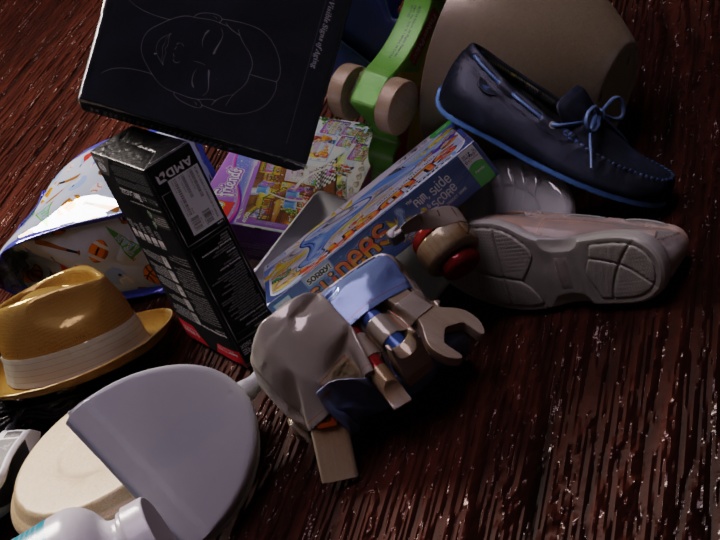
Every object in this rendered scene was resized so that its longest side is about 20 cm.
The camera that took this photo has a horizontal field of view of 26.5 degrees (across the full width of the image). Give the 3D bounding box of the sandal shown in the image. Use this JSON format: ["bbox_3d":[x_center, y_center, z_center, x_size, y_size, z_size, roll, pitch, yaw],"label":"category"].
[{"bbox_3d":[0.098,-0.043,1.255,0.203,0.083,0.050,-8,-11,42],"label":"sandal"}]

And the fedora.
[{"bbox_3d":[-0.272,0.049,1.400,0.200,0.082,0.201,-18,15,5],"label":"fedora"}]

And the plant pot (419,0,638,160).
[{"bbox_3d":[0.157,-0.171,1.302,0.134,0.200,0.200,22,52,23],"label":"plant pot"}]

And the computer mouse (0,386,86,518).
[{"bbox_3d":[-0.310,0.169,1.321,0.110,0.044,0.200,-14,25,21],"label":"computer mouse"}]

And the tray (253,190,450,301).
[{"bbox_3d":[0.000,0.000,1.271,0.200,0.022,0.107,22,67,46],"label":"tray"}]

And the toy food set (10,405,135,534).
[{"bbox_3d":[-0.190,0.148,1.223,0.200,0.049,0.198,-38,27,-14],"label":"toy food set"}]

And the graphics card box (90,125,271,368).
[{"bbox_3d":[-0.147,-0.022,1.306,0.051,0.200,0.125,-35,26,-19],"label":"graphics card box"}]

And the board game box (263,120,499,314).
[{"bbox_3d":[0.012,-0.036,1.204,0.200,0.034,0.135,-39,13,4],"label":"board game box"}]

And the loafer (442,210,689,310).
[{"bbox_3d":[0.149,-0.012,1.146,0.200,0.072,0.063,4,25,38],"label":"loafer"}]

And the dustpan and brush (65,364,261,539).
[{"bbox_3d":[-0.107,0.106,1.151,0.200,0.140,0.057,-40,-9,-28],"label":"dustpan and brush"}]

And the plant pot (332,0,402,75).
[{"bbox_3d":[0.026,-0.252,1.481,0.180,0.200,0.200,-53,10,4],"label":"plant pot"}]

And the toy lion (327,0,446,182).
[{"bbox_3d":[0.058,-0.161,1.338,0.069,0.192,0.200,20,80,29],"label":"toy lion"}]

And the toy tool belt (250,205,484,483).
[{"bbox_3d":[0.027,0.058,1.114,0.200,0.125,0.123,-35,68,-6],"label":"toy tool belt"}]

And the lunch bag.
[{"bbox_3d":[-0.260,-0.049,1.562,0.200,0.124,0.170,-10,33,22],"label":"lunch bag"}]

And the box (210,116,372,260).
[{"bbox_3d":[-0.062,-0.080,1.437,0.137,0.039,0.200,11,39,11],"label":"box"}]

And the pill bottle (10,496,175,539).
[{"bbox_3d":[-0.216,0.233,1.029,0.200,0.111,0.111,-31,26,-1],"label":"pill bottle"}]

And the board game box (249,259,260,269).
[{"bbox_3d":[-0.106,-0.054,1.505,0.126,0.035,0.200,-15,30,26],"label":"board game box"}]

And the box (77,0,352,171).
[{"bbox_3d":[-0.119,-0.207,1.306,0.124,0.196,0.200,-162,88,-82],"label":"box"}]

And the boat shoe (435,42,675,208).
[{"bbox_3d":[0.155,-0.113,1.185,0.069,0.200,0.084,-67,-6,19],"label":"boat shoe"}]
